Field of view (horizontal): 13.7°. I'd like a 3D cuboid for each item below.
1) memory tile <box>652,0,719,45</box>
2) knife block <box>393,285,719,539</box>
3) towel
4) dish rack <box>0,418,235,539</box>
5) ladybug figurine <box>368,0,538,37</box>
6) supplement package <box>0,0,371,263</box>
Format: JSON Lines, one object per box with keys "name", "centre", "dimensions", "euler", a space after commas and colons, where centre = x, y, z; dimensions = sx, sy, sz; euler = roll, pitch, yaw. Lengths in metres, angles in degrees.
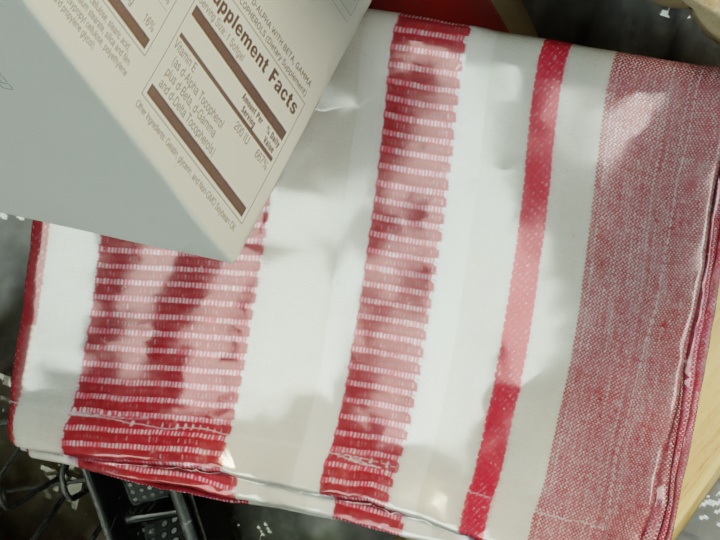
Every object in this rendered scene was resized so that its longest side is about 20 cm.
{"name": "memory tile", "centre": [0.066, -0.086, 0.779], "dimensions": [0.153, 0.200, 0.017], "euler": [32, 95, 5]}
{"name": "knife block", "centre": [0.040, 0.093, 0.868], "dimensions": [0.064, 0.176, 0.200], "euler": [37, 118, 1]}
{"name": "towel", "centre": [0.000, 0.000, 0.833], "dimensions": [0.199, 0.023, 0.145], "euler": [11, 99, 15]}
{"name": "dish rack", "centre": [-0.125, 0.120, 1.008], "dimensions": [0.199, 0.055, 0.154], "euler": [-10, 106, 23]}
{"name": "ladybug figurine", "centre": [-0.018, -0.053, 0.889], "dimensions": [0.135, 0.072, 0.200], "euler": [-28, 99, 27]}
{"name": "supplement package", "centre": [-0.109, -0.112, 0.747], "dimensions": [0.155, 0.111, 0.200], "euler": [13, 154, 33]}
